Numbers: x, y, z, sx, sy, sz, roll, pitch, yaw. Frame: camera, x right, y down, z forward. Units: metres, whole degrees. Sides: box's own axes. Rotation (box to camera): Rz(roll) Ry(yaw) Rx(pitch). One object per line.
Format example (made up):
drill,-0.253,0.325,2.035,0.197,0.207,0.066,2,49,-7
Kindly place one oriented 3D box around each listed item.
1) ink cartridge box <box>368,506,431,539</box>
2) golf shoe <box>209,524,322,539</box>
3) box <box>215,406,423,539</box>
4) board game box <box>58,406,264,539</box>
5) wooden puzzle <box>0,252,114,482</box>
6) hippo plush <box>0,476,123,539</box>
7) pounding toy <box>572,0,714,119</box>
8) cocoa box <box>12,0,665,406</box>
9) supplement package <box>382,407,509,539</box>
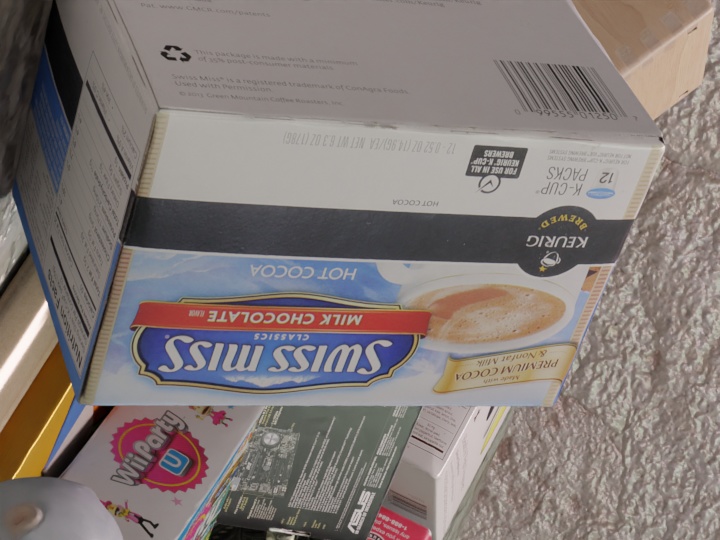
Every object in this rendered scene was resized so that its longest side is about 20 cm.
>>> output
ink cartridge box,-0.061,0.237,1.462,0.200,0.145,0.083,-60,169,-28
golf shoe,-0.064,0.130,1.285,0.200,0.077,0.088,-34,-171,17
box,-0.034,0.038,1.152,0.160,0.044,0.201,12,107,-33
board game box,-0.126,0.155,1.047,0.148,0.064,0.200,-56,171,-54
wooden puzzle,-0.142,0.074,0.987,0.185,0.037,0.200,-60,168,-25
hippo plush,-0.144,0.161,0.828,0.159,0.199,0.161,36,49,-54
pounding toy,0.132,-0.200,1.371,0.142,0.200,0.184,-36,167,-2
cocoa box,-0.014,-0.037,0.832,0.134,0.199,0.132,-117,-144,-47
supplement package,0.035,0.053,1.514,0.200,0.147,0.191,-61,169,-18
